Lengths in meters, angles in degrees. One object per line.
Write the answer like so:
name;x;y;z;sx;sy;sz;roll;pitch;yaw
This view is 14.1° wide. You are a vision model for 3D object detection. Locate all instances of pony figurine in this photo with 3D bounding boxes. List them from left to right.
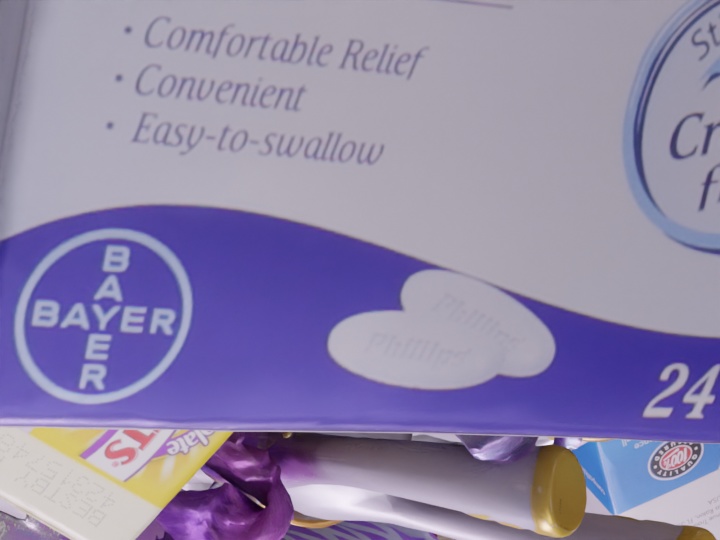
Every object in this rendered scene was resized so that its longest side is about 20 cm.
pony figurine;-0.027;0.040;0.744;0.199;0.167;0.193;2;165;26

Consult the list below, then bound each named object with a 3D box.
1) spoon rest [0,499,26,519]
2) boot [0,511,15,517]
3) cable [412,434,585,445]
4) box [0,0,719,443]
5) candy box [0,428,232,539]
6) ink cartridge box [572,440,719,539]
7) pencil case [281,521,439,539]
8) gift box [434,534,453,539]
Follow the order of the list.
spoon rest;-0.127;0.092;0.804;0.060;0.200;0.100;22;113;-3
boot;-0.106;0.161;0.977;0.074;0.201;0.155;17;-165;36
cable;0.000;0.000;0.875;0.199;0.069;0.200;-3;146;5
box;0.013;-0.080;0.507;0.183;0.105;0.201;3;108;-28
candy box;-0.027;-0.035;0.605;0.102;0.026;0.200;34;105;-35
ink cartridge box;0.135;0.089;1.014;0.116;0.067;0.200;-24;126;-12
pencil case;-0.028;0.122;0.906;0.200;0.084;0.086;0;111;-67
gift box;0.089;0.139;1.171;0.200;0.187;0.184;-10;166;32
